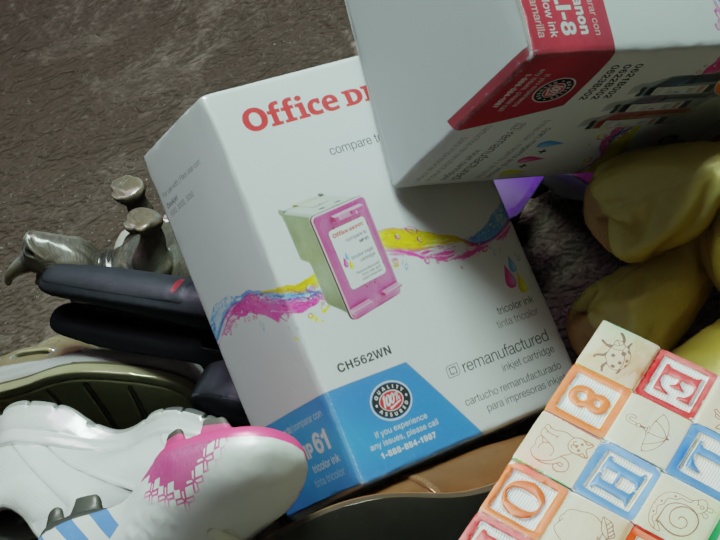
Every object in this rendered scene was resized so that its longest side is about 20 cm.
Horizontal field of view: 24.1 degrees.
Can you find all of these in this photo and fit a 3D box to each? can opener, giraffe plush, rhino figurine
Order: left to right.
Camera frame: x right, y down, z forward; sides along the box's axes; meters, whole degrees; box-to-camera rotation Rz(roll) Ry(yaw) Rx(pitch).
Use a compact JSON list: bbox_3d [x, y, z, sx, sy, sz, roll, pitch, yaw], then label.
[{"bbox_3d":[-0.121,-0.010,1.014,0.198,0.088,0.060,-12,42,7],"label":"rhino figurine"},{"bbox_3d":[-0.095,0.030,0.923,0.198,0.064,0.079,18,33,26],"label":"can opener"},{"bbox_3d":[0.217,-0.019,0.839,0.172,0.202,0.161,35,28,27],"label":"giraffe plush"}]

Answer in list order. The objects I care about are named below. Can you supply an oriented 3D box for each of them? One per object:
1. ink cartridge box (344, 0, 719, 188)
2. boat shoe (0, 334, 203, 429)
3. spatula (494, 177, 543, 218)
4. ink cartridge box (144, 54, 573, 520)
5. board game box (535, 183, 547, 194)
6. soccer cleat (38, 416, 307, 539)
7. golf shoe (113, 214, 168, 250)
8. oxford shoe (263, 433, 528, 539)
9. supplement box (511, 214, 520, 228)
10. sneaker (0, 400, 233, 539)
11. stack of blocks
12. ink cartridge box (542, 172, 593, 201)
[{"bbox_3d":[0.112,-0.138,0.817,0.198,0.146,0.145,-7,-18,-28],"label":"ink cartridge box"},{"bbox_3d":[-0.173,0.070,1.011,0.198,0.075,0.069,-8,35,25],"label":"boat shoe"},{"bbox_3d":[0.111,-0.105,1.021,0.056,0.021,0.201,30,64,12],"label":"spatula"},{"bbox_3d":[0.000,0.000,0.843,0.143,0.202,0.085,-19,-10,-32],"label":"ink cartridge box"},{"bbox_3d":[0.171,-0.155,1.121,0.199,0.136,0.028,-29,29,-17],"label":"board game box"},{"bbox_3d":[-0.090,0.136,0.787,0.199,0.069,0.087,-33,47,43],"label":"soccer cleat"},{"bbox_3d":[-0.064,0.006,1.077,0.198,0.076,0.092,-10,51,14],"label":"golf shoe"},{"bbox_3d":[0.039,0.122,0.795,0.198,0.072,0.071,-14,16,-8],"label":"oxford shoe"},{"bbox_3d":[0.031,-0.026,1.000,0.061,0.109,0.201,-40,14,33],"label":"supplement box"},{"bbox_3d":[-0.125,0.124,0.908,0.198,0.075,0.088,-3,51,32],"label":"sneaker"},{"bbox_3d":[0.102,0.128,0.688,0.114,0.059,0.200,26,56,20],"label":"stack of blocks"},{"bbox_3d":[0.180,-0.132,1.001,0.198,0.043,0.200,-58,7,0],"label":"ink cartridge box"}]
